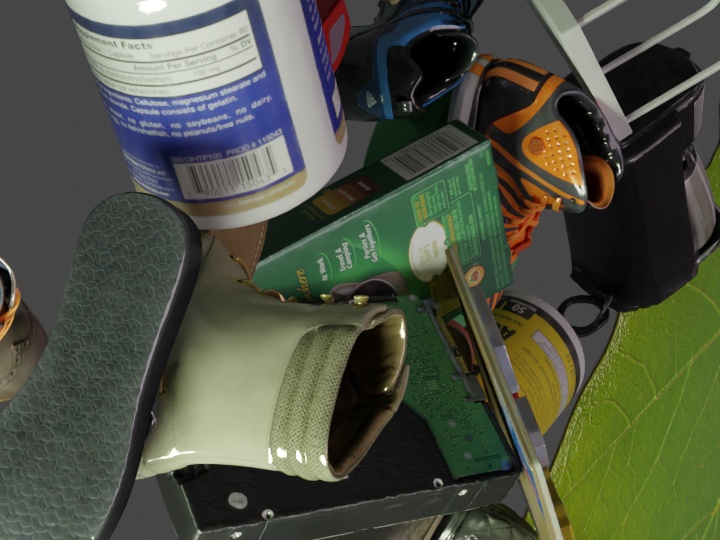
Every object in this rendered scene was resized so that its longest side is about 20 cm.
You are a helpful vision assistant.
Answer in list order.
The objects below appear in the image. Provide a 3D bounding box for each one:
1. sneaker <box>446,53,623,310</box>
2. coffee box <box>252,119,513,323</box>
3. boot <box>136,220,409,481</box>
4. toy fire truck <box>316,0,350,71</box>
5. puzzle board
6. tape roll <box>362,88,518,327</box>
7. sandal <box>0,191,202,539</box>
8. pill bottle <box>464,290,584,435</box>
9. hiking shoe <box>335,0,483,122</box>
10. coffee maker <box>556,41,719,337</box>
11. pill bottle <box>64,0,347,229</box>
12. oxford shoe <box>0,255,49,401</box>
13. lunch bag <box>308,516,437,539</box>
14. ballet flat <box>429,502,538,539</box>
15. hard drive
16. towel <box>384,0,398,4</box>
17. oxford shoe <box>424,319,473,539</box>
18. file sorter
[{"bbox_3d":[0.113,-0.042,1.007,0.078,0.112,0.200,-39,141,-44],"label":"sneaker"},{"bbox_3d":[0.000,0.000,0.927,0.200,0.044,0.123,-30,131,-18],"label":"coffee box"},{"bbox_3d":[-0.045,0.024,0.749,0.072,0.154,0.200,63,35,-38],"label":"boot"},{"bbox_3d":[-0.039,-0.211,0.847,0.141,0.049,0.200,-58,146,-32],"label":"toy fire truck"},{"bbox_3d":[0.096,0.099,0.892,0.200,0.017,0.151,-108,180,-52],"label":"puzzle board"},{"bbox_3d":[0.069,-0.058,1.095,0.200,0.048,0.201,-29,125,-52],"label":"tape roll"},{"bbox_3d":[-0.123,0.063,0.685,0.200,0.076,0.043,-65,162,-5],"label":"sandal"},{"bbox_3d":[0.081,0.108,1.118,0.200,0.111,0.111,-42,136,-45],"label":"pill bottle"},{"bbox_3d":[0.048,-0.151,0.980,0.200,0.087,0.074,-49,141,-38],"label":"hiking shoe"},{"bbox_3d":[0.227,-0.066,1.273,0.192,0.135,0.200,-59,145,-27],"label":"coffee maker"},{"bbox_3d":[-0.083,-0.131,0.736,0.120,0.120,0.200,-51,142,-36],"label":"pill bottle"},{"bbox_3d":[-0.183,0.022,0.665,0.200,0.073,0.071,50,57,-64],"label":"oxford shoe"},{"bbox_3d":[-0.046,0.187,0.911,0.164,0.118,0.200,-35,161,-50],"label":"lunch bag"},{"bbox_3d":[0.047,0.223,0.947,0.200,0.057,0.066,-64,177,35],"label":"ballet flat"},{"bbox_3d":[-0.024,0.082,0.834,0.200,0.140,0.038,-7,143,-28],"label":"hard drive"},{"bbox_3d":[0.001,-0.243,0.810,0.200,0.036,0.149,27,73,-68],"label":"towel"},{"bbox_3d":[0.030,0.130,0.982,0.075,0.070,0.200,-59,159,-86],"label":"oxford shoe"},{"bbox_3d":[0.165,-0.222,1.009,0.124,0.200,0.139,-31,147,8],"label":"file sorter"}]
